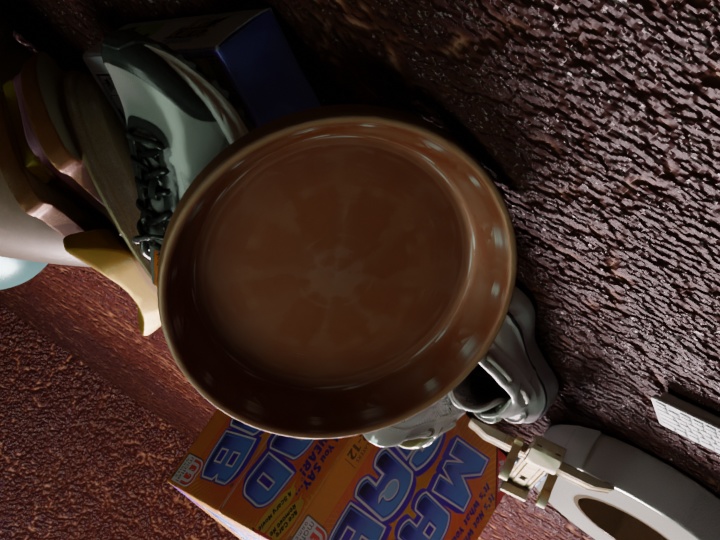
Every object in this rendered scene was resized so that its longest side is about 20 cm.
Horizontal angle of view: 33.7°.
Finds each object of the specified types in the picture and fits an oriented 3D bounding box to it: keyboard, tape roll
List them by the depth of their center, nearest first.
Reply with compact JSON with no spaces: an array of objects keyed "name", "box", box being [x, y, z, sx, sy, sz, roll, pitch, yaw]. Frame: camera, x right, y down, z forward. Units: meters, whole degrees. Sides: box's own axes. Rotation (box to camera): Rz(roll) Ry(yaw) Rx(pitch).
[{"name":"keyboard","box":[0.271,0.128,0.727,0.199,0.011,0.056,26,161,29]},{"name":"tape roll","box":[0.226,0.195,0.951,0.202,0.037,0.203,32,164,10]}]

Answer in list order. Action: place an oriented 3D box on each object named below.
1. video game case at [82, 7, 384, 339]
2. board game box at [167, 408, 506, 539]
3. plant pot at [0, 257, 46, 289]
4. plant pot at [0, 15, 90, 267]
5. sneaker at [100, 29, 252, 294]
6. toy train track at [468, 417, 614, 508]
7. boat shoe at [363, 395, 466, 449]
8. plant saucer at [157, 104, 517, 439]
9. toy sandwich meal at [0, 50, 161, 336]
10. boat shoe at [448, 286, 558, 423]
[{"name":"video game case","box":[-0.070,-0.061,0.738,0.181,0.045,0.201,13,138,54]},{"name":"board game box","box":[-0.016,0.194,1.129,0.199,0.201,0.200,11,151,52]},{"name":"plant pot","box":[-0.376,-0.072,1.139,0.199,0.202,0.161,21,171,38]},{"name":"plant pot","box":[-0.260,-0.083,0.923,0.173,0.202,0.200,20,167,-15]},{"name":"sneaker","box":[-0.095,-0.041,0.661,0.074,0.079,0.201,24,145,45]},{"name":"toy train track","box":[0.126,0.161,0.912,0.114,0.033,0.200,25,165,8]},{"name":"boat shoe","box":[0.041,0.099,0.899,0.070,0.070,0.200,27,-175,20]},{"name":"plant saucer","box":[-0.012,0.003,0.655,0.200,0.200,0.032,44,-168,-29]},{"name":"toy sandwich meal","box":[-0.169,-0.046,0.803,0.207,0.070,0.205,63,-176,-8]},{"name":"boat shoe","box":[0.091,0.072,0.824,0.072,0.066,0.200,28,162,21]}]
